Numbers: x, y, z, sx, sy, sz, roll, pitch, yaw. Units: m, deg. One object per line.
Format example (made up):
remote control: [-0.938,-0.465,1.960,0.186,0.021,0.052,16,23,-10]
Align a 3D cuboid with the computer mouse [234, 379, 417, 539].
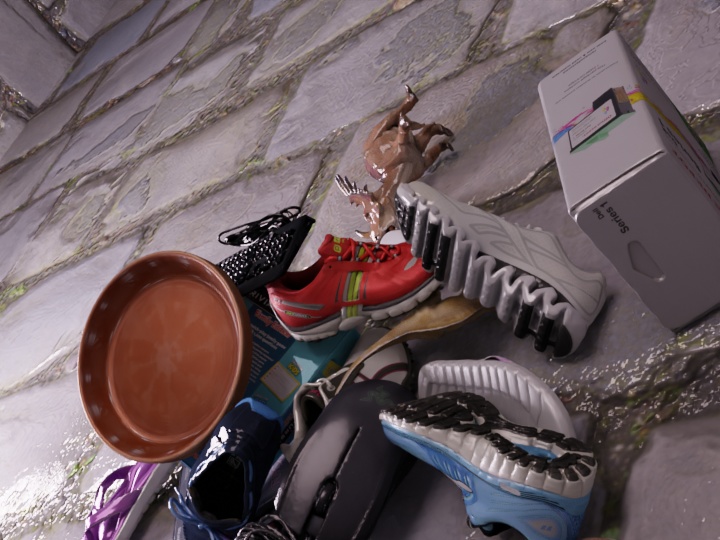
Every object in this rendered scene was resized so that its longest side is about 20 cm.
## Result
computer mouse: [-0.007,0.164,0.934,0.138,0.053,0.200,17,58,16]

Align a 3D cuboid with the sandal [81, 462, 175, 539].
sandal: [-0.260,0.241,1.259,0.203,0.050,0.082,-56,25,-15]

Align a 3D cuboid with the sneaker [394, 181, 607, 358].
sneaker: [0.115,-0.013,0.972,0.081,0.200,0.075,-44,-17,-26]

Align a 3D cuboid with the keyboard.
keyboard: [-0.124,-0.011,1.136,0.200,0.040,0.104,-25,30,45]

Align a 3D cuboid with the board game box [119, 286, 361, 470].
board game box: [-0.114,0.106,1.142,0.151,0.047,0.200,31,75,30]

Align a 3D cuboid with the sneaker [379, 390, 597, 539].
sneaker: [0.082,0.150,0.851,0.078,0.090,0.200,-10,19,-34]

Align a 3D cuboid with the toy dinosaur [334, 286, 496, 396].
toy dinosaur: [0.064,0.042,1.029,0.199,0.058,0.101,-20,10,8]

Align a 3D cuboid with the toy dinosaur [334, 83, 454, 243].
toy dinosaur: [0.031,-0.128,1.344,0.136,0.086,0.200,-43,20,22]

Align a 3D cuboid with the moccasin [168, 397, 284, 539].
moccasin: [-0.127,0.190,1.010,0.068,0.080,0.200,-57,-12,-49]

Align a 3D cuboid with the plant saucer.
plant saucer: [-0.184,0.082,1.104,0.200,0.032,0.201,-8,74,29]

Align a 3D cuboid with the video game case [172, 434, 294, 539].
video game case: [-0.108,0.197,1.154,0.200,0.019,0.143,-37,28,20]

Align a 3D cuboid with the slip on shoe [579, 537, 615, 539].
slip on shoe: [0.087,0.226,0.775,0.200,0.061,0.076,-30,32,30]

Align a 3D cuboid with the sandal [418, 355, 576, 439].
sandal: [0.112,0.103,0.920,0.050,0.083,0.202,-10,13,-28]

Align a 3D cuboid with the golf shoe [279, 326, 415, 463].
golf shoe: [-0.009,0.114,1.049,0.077,0.088,0.200,-27,30,36]

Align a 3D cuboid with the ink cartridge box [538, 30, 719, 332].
ink cartridge box: [0.221,-0.073,0.908,0.084,0.145,0.200,-34,28,23]

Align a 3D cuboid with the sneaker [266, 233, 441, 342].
sneaker: [0.000,0.000,1.049,0.200,0.085,0.077,-24,22,22]

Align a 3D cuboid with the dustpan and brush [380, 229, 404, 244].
dustpan and brush: [0.070,-0.028,1.161,0.200,0.057,0.140,-2,50,55]

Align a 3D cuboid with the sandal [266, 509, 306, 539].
sandal: [-0.091,0.265,1.001,0.075,0.045,0.200,-9,44,53]
